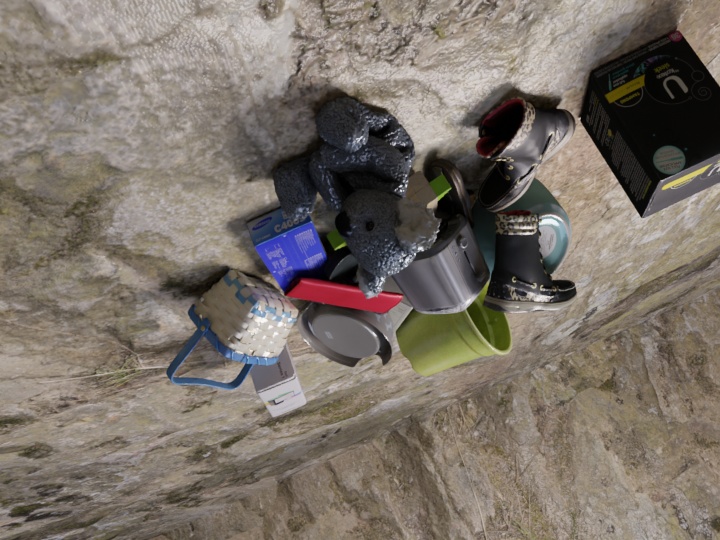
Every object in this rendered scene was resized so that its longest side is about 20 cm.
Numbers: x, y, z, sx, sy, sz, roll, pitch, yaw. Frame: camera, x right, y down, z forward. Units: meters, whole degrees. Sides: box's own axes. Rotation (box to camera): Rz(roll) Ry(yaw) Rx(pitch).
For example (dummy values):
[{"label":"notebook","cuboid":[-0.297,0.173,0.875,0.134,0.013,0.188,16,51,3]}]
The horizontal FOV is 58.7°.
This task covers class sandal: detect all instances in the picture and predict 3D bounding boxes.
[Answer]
[{"label":"sandal","cuboid":[-0.001,0.001,1.116,0.076,0.048,0.199,-55,163,18]},{"label":"sandal","cuboid":[0.154,-0.126,1.050,0.055,0.080,0.201,-54,150,-15]}]

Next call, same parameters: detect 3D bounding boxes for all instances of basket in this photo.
[{"label":"basket","cuboid":[-0.208,0.111,1.061,0.203,0.138,0.175,-56,151,5]}]

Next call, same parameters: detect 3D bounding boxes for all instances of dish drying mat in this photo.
[{"label":"dish drying mat","cuboid":[-0.027,0.041,1.087,0.195,0.019,0.077,11,155,-27]}]

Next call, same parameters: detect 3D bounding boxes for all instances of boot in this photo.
[{"label":"boot","cuboid":[0.225,-0.177,0.986,0.148,0.074,0.200,1,142,-47]},{"label":"boot","cuboid":[0.286,-0.017,1.040,0.199,0.159,0.073,-4,-168,-33]}]

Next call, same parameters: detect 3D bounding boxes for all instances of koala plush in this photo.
[{"label":"koala plush","cuboid":[0.017,-0.082,0.821,0.180,0.204,0.177,-2,149,-42]}]

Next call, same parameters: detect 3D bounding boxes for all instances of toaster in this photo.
[{"label":"toaster","cuboid":[0.124,-0.005,1.080,0.114,0.131,0.198,-43,-161,-31]}]

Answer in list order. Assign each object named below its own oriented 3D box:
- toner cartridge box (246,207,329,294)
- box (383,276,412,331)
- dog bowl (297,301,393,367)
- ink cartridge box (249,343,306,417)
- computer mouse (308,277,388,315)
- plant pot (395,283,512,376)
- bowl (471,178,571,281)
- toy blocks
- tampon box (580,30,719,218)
[{"label":"toner cartridge box","cuboid":[-0.105,-0.032,1.009,0.093,0.044,0.201,-24,157,-3]},{"label":"box","cuboid":[0.043,0.072,1.279,0.093,0.079,0.201,28,144,-2]},{"label":"dog bowl","cuboid":[-0.024,0.111,1.246,0.194,0.060,0.203,15,143,11]},{"label":"ink cartridge box","cuboid":[-0.174,0.188,1.272,0.082,0.148,0.201,-19,157,-8]},{"label":"computer mouse","cuboid":[-0.031,0.037,1.142,0.195,0.060,0.034,15,129,-23]},{"label":"plant pot","cuboid":[0.176,0.115,1.289,0.182,0.205,0.198,-34,155,27]},{"label":"bowl","cuboid":[0.292,-0.057,1.129,0.195,0.105,0.207,-8,112,-20]},{"label":"toy blocks","cuboid":[0.048,-0.076,1.022,0.197,0.101,0.137,-34,170,0]},{"label":"tampon box","cuboid":[0.450,-0.216,0.961,0.147,0.204,0.127,-24,157,2]}]
